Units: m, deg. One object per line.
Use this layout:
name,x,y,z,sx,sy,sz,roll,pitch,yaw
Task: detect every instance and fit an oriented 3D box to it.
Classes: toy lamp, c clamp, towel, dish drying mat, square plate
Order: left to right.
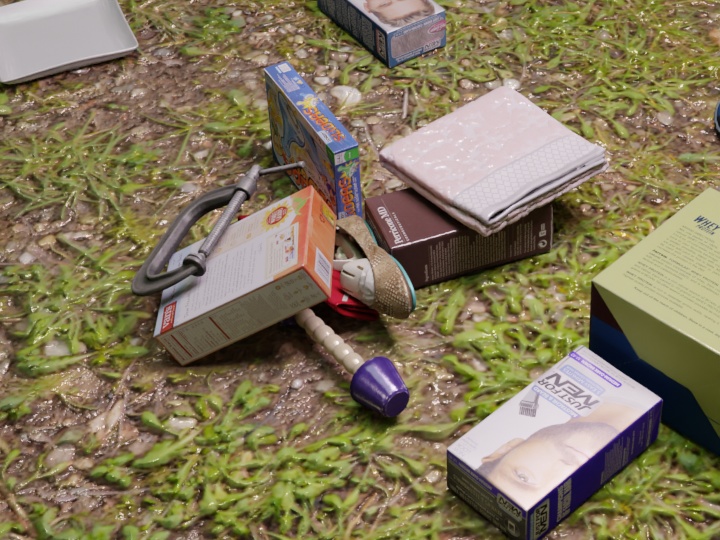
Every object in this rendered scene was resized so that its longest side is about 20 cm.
square plate,-0.433,-0.337,2.042,0.198,0.029,0.199,-16,42,-13
c clamp,-0.170,-0.048,1.579,0.170,0.027,0.201,-7,40,43
dish drying mat,-0.059,-0.007,1.617,0.076,0.018,0.200,11,24,-46
toy lamp,-0.020,0.085,1.510,0.058,0.059,0.200,-27,47,-24
towel,0.153,-0.131,1.639,0.199,0.033,0.191,-28,46,-26

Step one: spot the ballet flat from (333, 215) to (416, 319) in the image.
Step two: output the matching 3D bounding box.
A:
ballet flat,0.000,0.000,1.578,0.064,0.071,0.200,-6,25,-18

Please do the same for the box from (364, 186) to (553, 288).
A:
box,0.112,-0.053,1.642,0.198,0.076,0.101,-17,43,-11

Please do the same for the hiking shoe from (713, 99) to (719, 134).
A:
hiking shoe,0.493,-0.238,1.803,0.074,0.087,0.201,11,44,17

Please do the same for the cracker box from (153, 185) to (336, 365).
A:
cracker box,-0.123,0.006,1.544,0.198,0.058,0.135,-24,37,23

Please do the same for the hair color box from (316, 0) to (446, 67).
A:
hair color box,0.027,-0.371,2.015,0.099,0.061,0.200,-25,46,-21

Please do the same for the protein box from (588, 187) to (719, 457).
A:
protein box,0.370,0.053,1.451,0.199,0.136,0.198,-35,49,-29

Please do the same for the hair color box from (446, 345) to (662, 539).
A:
hair color box,0.190,0.169,1.393,0.199,0.065,0.109,-35,50,-27

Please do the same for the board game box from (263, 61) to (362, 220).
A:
board game box,-0.056,-0.143,1.710,0.034,0.136,0.200,-20,43,-18
